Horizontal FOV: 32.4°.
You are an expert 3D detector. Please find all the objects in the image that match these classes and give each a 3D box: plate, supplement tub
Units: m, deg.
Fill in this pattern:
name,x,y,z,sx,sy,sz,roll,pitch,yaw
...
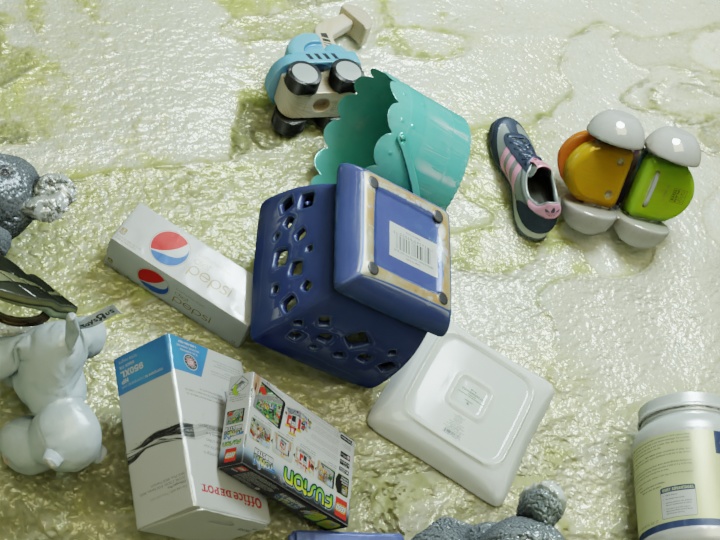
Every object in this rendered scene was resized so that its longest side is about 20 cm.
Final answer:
name,x,y,z,sx,sy,sz,roll,pitch,yaw
plate,0.135,0.166,1.567,0.199,0.032,0.200,33,56,0
supplement tub,0.413,0.267,1.541,0.144,0.145,0.201,11,58,-14

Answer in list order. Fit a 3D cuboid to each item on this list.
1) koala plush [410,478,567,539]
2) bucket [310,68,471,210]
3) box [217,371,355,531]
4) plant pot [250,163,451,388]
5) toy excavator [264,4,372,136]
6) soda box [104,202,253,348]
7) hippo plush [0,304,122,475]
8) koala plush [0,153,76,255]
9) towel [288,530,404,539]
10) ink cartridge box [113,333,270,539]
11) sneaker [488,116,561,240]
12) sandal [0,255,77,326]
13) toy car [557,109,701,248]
name,x,y,z,sx,sy,sz,roll,pitch,yaw
koala plush,0.158,0.331,1.368,0.183,0.200,0.178,30,55,-8
bucket,0.040,-0.147,1.614,0.134,0.207,0.208,23,55,-22
box,-0.078,0.206,1.393,0.200,0.035,0.110,41,43,-43
plant pot,0.000,0.000,1.490,0.200,0.180,0.201,25,52,-33
toy excavator,-0.052,-0.299,1.743,0.194,0.100,0.201,-6,55,-24
soda box,-0.210,0.006,1.516,0.200,0.064,0.068,32,55,1
hippo plush,-0.323,0.137,1.356,0.159,0.199,0.162,-11,86,-65
koala plush,-0.439,-0.063,1.412,0.177,0.184,0.200,8,38,26
towel,-0.010,0.391,1.392,0.144,0.024,0.201,6,61,-19
ink cartridge box,-0.185,0.189,1.364,0.144,0.084,0.201,31,40,-55
sneaker,0.241,-0.147,1.759,0.070,0.082,0.201,-6,63,-23
sandal,-0.368,0.035,1.340,0.080,0.201,0.057,41,88,18
toy car,0.376,-0.140,1.779,0.199,0.176,0.150,14,21,-12
